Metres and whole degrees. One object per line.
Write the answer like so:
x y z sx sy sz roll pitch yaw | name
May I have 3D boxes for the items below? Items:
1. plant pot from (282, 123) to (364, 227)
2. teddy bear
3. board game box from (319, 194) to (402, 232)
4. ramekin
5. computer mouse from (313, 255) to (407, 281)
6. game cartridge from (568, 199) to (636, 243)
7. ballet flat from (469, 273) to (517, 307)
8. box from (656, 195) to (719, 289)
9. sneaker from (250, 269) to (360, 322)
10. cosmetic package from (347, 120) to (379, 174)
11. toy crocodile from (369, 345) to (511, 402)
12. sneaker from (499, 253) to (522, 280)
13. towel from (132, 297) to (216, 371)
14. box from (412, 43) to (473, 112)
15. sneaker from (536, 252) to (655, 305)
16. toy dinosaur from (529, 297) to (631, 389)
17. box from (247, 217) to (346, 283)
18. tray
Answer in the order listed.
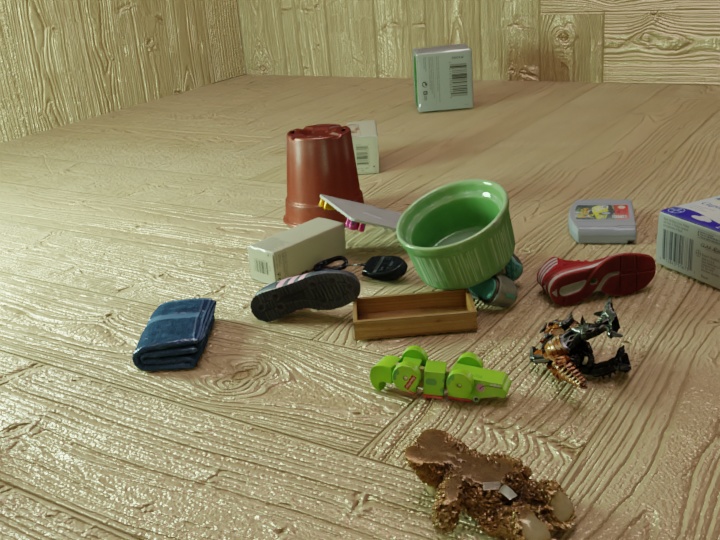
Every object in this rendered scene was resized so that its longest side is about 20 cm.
-0.087 -0.218 2.018 0.196 0.199 0.201 -4 20 2 | plant pot
0.137 0.245 0.976 0.196 0.068 0.145 11 35 21 | teddy bear
0.032 -0.102 1.835 0.197 0.026 0.200 12 14 -25 | board game box
0.168 -0.058 1.520 0.196 0.099 0.201 -18 32 12 | ramekin
0.000 0.000 1.679 0.197 0.034 0.059 2 38 31 | computer mouse
0.490 -0.103 1.822 0.130 0.042 0.200 -3 21 15 | game cartridge
0.200 0.019 1.555 0.063 0.069 0.199 15 10 -31 | ballet flat
0.654 -0.055 1.560 0.196 0.107 0.184 -13 23 -22 | box
-0.088 0.030 1.520 0.196 0.071 0.082 -10 18 16 | sneaker
0.006 -0.338 2.441 0.085 0.105 0.201 -3 20 1 | cosmetic package
0.108 0.149 1.231 0.196 0.063 0.068 6 22 14 | toy crocodile
0.238 -0.033 1.645 0.090 0.079 0.199 -13 23 -31 | sneaker
-0.300 0.097 1.458 0.109 0.050 0.201 -5 21 1 | towel
0.283 -0.666 3.089 0.196 0.203 0.172 -4 20 1 | box
0.394 -0.006 1.531 0.196 0.080 0.116 -8 22 -12 | sneaker
0.303 0.118 1.252 0.133 0.103 0.202 -16 37 13 | toy dinosaur
-0.121 -0.040 1.744 0.081 0.070 0.198 15 28 41 | box
0.086 0.071 1.458 0.196 0.038 0.099 -6 21 1 | tray
